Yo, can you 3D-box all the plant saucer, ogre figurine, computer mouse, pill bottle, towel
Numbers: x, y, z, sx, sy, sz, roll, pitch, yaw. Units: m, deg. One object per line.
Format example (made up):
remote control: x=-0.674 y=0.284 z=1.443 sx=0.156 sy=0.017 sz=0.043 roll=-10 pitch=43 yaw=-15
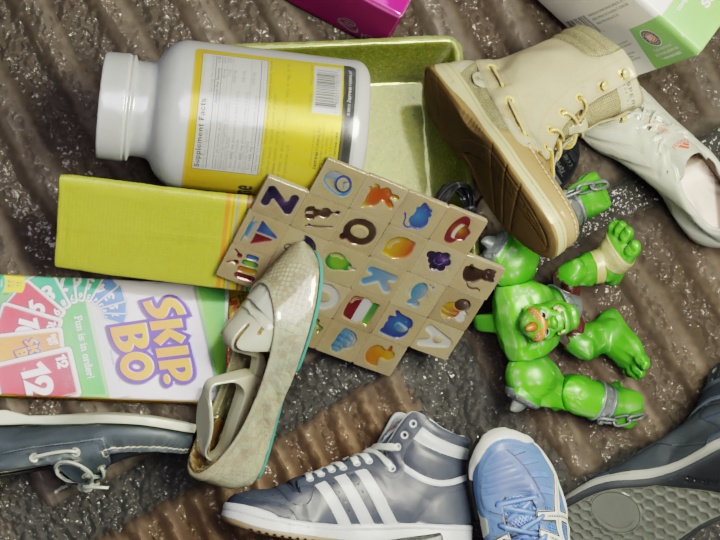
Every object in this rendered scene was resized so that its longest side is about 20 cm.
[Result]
plant saucer: x=-0.012 y=-0.084 z=1.425 sx=0.199 sy=0.048 sz=0.201 roll=-3 pitch=82 yaw=-8
ogre figurine: x=0.160 y=0.035 z=1.408 sx=0.120 sy=0.098 sz=0.201 roll=-13 pitch=116 yaw=-21
computer mouse: x=0.108 y=-0.065 z=1.413 sx=0.200 sy=0.034 sz=0.059 roll=-35 pitch=96 yaw=-38
pill bottle: x=-0.096 y=-0.114 z=1.338 sx=0.199 sy=0.112 sz=0.112 roll=6 pitch=80 yaw=-6
towel: x=-0.130 y=-0.028 z=1.343 sx=0.199 sy=0.018 sz=0.086 roll=7 pitch=124 yaw=-6

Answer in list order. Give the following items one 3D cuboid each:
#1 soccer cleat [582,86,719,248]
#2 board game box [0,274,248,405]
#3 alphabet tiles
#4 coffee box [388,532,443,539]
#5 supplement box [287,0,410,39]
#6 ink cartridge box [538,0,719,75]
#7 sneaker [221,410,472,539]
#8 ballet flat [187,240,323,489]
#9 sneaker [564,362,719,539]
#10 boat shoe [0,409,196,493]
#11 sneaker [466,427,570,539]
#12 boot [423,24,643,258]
soccer cleat: x=0.243 y=-0.101 z=1.445 sx=0.069 sy=0.078 sz=0.200 roll=-44 pitch=88 yaw=-11
board game box: x=-0.186 y=0.056 z=1.393 sx=0.199 sy=0.030 sz=0.096 roll=3 pitch=81 yaw=-9
alphabet tiles: x=0.000 y=0.000 z=1.350 sx=0.200 sy=0.006 sz=0.167 roll=21 pitch=123 yaw=-15
coffee box: x=0.018 y=0.301 z=1.306 sx=0.123 sy=0.044 sz=0.201 roll=-6 pitch=81 yaw=-8
supplement box: x=0.025 y=-0.297 z=1.437 sx=0.101 sy=0.103 sz=0.200 roll=28 pitch=77 yaw=-3
ink cartridge box: x=0.190 y=-0.255 z=1.412 sx=0.200 sy=0.145 sz=0.084 roll=40 pitch=79 yaw=-11
sneaker: x=-0.006 y=0.158 z=1.375 sx=0.199 sy=0.070 sz=0.109 roll=7 pitch=85 yaw=-13
ballet flat: x=-0.081 y=0.073 z=1.322 sx=0.062 sy=0.067 sz=0.201 roll=8 pitch=104 yaw=-34
sneaker: x=0.257 y=0.149 z=1.413 sx=0.202 sy=0.146 sz=0.077 roll=-24 pitch=108 yaw=28
boat shoe: x=-0.225 y=0.139 z=1.349 sx=0.199 sy=0.075 sz=0.062 roll=0 pitch=79 yaw=-6
sneaker: x=0.135 y=0.215 z=1.356 sx=0.076 sy=0.077 sz=0.201 roll=-19 pitch=101 yaw=-4
boot: x=0.157 y=-0.106 z=1.365 sx=0.155 sy=0.073 sz=0.200 roll=-19 pitch=50 yaw=-17
